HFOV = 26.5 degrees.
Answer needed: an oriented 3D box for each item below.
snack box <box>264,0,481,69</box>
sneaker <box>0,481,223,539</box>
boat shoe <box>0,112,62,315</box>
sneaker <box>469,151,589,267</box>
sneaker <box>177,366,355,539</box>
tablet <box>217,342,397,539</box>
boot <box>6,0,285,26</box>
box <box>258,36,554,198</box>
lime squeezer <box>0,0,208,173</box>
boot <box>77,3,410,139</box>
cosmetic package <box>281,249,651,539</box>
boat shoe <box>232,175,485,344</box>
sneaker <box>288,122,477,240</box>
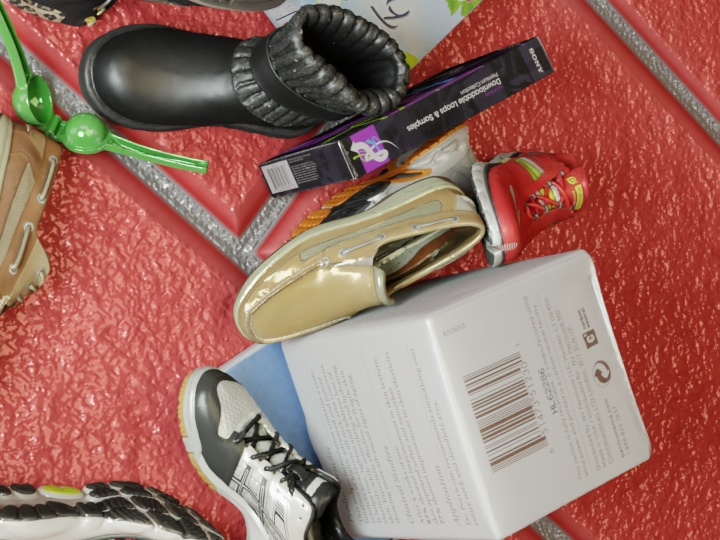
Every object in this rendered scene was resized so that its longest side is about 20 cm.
[{"bbox_3d":[-0.007,-0.256,1.214,0.169,0.068,0.200,-45,107,-23],"label":"snack box"},{"bbox_3d":[-0.194,0.201,1.093,0.199,0.077,0.085,8,104,-29],"label":"sneaker"},{"bbox_3d":[-0.252,-0.009,1.069,0.073,0.076,0.201,15,81,-30],"label":"boat shoe"},{"bbox_3d":[0.138,-0.061,1.217,0.200,0.084,0.078,-52,133,-66],"label":"sneaker"},{"bbox_3d":[-0.058,0.152,1.133,0.201,0.087,0.076,61,40,-16],"label":"sneaker"},{"bbox_3d":[-0.042,0.148,1.207,0.130,0.014,0.201,-33,102,-25],"label":"tablet"},{"bbox_3d":[-0.163,-0.214,1.081,0.199,0.150,0.074,4,85,-27],"label":"boot"},{"bbox_3d":[0.034,-0.118,1.188,0.199,0.143,0.036,-28,100,-27],"label":"box"},{"bbox_3d":[-0.204,-0.119,1.105,0.200,0.038,0.071,39,113,-22],"label":"lime squeezer"},{"bbox_3d":[-0.085,-0.147,1.115,0.210,0.158,0.080,1,87,-28],"label":"boot"},{"bbox_3d":[0.076,0.095,1.156,0.166,0.200,0.168,-22,96,-34],"label":"cosmetic package"},{"bbox_3d":[0.000,0.000,1.132,0.199,0.076,0.072,-32,128,-4],"label":"boat shoe"},{"bbox_3d":[0.030,-0.034,1.223,0.200,0.076,0.092,-38,110,-22],"label":"sneaker"}]
